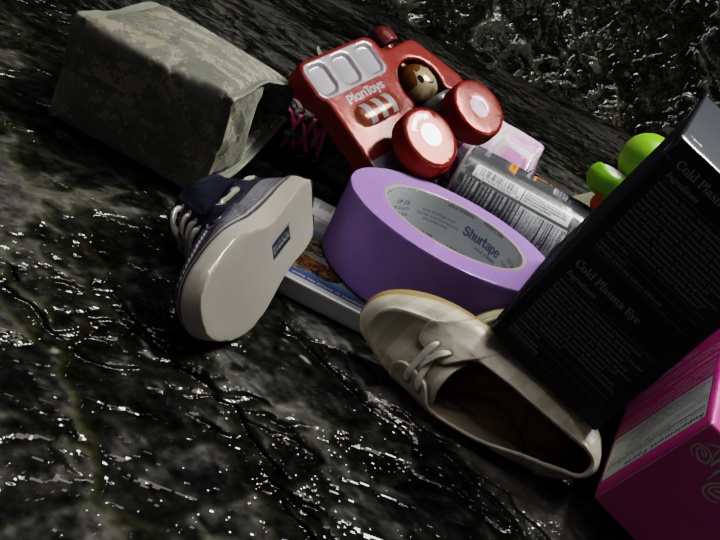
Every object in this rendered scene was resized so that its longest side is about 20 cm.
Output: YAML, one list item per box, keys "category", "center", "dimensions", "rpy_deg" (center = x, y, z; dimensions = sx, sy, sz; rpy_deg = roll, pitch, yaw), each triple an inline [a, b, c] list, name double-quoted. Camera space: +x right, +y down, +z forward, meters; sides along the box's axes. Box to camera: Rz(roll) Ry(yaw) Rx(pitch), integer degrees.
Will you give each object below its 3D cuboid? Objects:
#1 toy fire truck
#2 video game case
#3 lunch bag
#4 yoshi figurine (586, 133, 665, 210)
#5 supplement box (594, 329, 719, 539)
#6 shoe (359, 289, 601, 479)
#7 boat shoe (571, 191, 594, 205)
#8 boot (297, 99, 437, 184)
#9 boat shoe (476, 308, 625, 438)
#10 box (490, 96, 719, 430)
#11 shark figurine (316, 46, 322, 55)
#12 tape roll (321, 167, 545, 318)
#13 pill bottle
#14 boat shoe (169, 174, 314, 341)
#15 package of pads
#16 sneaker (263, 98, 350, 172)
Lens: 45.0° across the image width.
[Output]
- category: "toy fire truck"
  center: [0.039, -0.170, 0.895]
  dimensions: [0.199, 0.112, 0.169]
  rpy_deg: [-35, 91, -38]
- category: "video game case"
  center: [0.000, 0.000, 0.763]
  dimensions: [0.142, 0.018, 0.200]
  rpy_deg: [27, 21, -2]
- category: "lunch bag"
  center: [-0.165, -0.171, 0.822]
  dimensions: [0.163, 0.118, 0.200]
  rpy_deg: [28, 26, 4]
- category: "yoshi figurine"
  center: [0.338, -0.075, 0.912]
  dimensions: [0.199, 0.113, 0.112]
  rpy_deg: [34, 57, 14]
- category: "supplement box"
  center: [0.251, 0.115, 0.609]
  dimensions: [0.101, 0.103, 0.200]
  rpy_deg: [45, 36, 2]
- category: "shoe"
  center: [0.083, 0.079, 0.608]
  dimensions: [0.199, 0.070, 0.053]
  rpy_deg: [33, 14, 9]
- category: "boat shoe"
  center: [0.285, -0.063, 1.035]
  dimensions: [0.063, 0.200, 0.074]
  rpy_deg: [46, 32, -24]
- category: "boot"
  center: [0.010, -0.145, 1.027]
  dimensions: [0.202, 0.074, 0.154]
  rpy_deg: [25, 24, -7]
- category: "boat shoe"
  center: [0.167, 0.087, 0.689]
  dimensions: [0.199, 0.072, 0.066]
  rpy_deg: [21, 17, -27]
- category: "box"
  center: [0.213, -0.013, 0.630]
  dimensions: [0.104, 0.182, 0.200]
  rpy_deg: [43, 31, 7]
- category: "shark figurine"
  center: [-0.035, -0.243, 1.199]
  dimensions: [0.129, 0.089, 0.215]
  rpy_deg: [58, 28, -12]
- category: "tape roll"
  center: [0.068, -0.012, 0.758]
  dimensions: [0.198, 0.066, 0.201]
  rpy_deg: [23, 22, -9]
- category: "pill bottle"
  center: [0.187, -0.048, 0.969]
  dimensions: [0.199, 0.107, 0.106]
  rpy_deg: [30, 22, 6]
- category: "boat shoe"
  center: [-0.106, -0.015, 0.626]
  dimensions: [0.092, 0.075, 0.200]
  rpy_deg: [6, 25, 16]
- category: "package of pads"
  center: [0.136, -0.157, 1.130]
  dimensions: [0.199, 0.121, 0.076]
  rpy_deg: [35, 65, 17]
- category: "sneaker"
  center: [-0.080, -0.155, 0.948]
  dimensions: [0.198, 0.074, 0.087]
  rpy_deg: [25, 21, 7]
